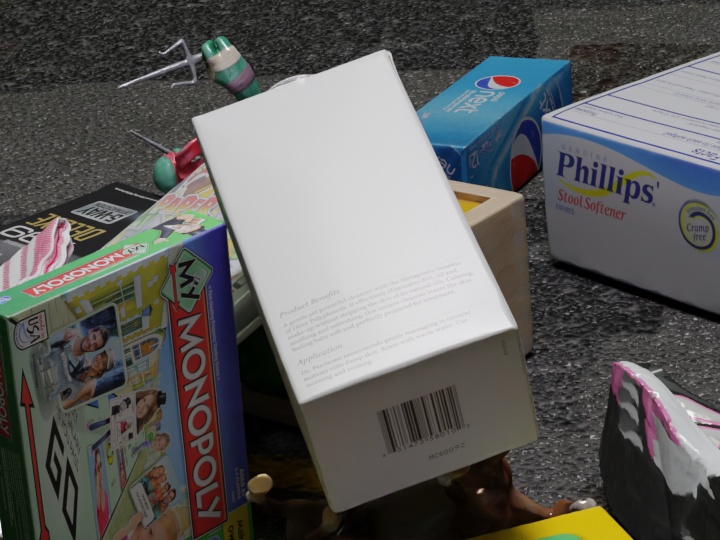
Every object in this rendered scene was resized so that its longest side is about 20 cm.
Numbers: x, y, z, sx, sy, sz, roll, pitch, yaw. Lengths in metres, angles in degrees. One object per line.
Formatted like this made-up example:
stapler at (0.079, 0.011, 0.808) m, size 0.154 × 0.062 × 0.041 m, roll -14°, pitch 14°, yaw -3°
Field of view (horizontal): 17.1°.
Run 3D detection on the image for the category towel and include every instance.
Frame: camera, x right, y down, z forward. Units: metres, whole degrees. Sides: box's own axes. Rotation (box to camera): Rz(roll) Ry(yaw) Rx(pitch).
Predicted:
towel at (-0.253, 0.050, 1.367) m, size 0.199 × 0.030 × 0.146 m, roll -34°, pitch 15°, yaw 14°

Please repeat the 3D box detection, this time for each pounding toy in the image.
pounding toy at (-0.011, 0.005, 1.387) m, size 0.183 × 0.143 × 0.200 m, roll 12°, pitch 28°, yaw 38°

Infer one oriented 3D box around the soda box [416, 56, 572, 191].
soda box at (0.086, -0.094, 1.717) m, size 0.067 × 0.065 × 0.200 m, roll 6°, pitch 25°, yaw 25°

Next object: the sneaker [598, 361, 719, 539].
sneaker at (0.190, 0.109, 1.195) m, size 0.086 × 0.081 × 0.200 m, roll -2°, pitch 27°, yaw -24°

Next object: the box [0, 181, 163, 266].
box at (-0.152, 0.005, 1.545) m, size 0.157 × 0.050 × 0.199 m, roll -23°, pitch 28°, yaw -39°

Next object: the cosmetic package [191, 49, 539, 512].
cosmetic package at (0.000, 0.000, 1.127) m, size 0.107 × 0.085 × 0.201 m, roll -19°, pitch 46°, yaw -3°

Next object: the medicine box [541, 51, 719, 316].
medicine box at (0.248, -0.061, 1.542) m, size 0.199 × 0.104 × 0.182 m, roll -22°, pitch 27°, yaw -34°

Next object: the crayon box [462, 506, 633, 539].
crayon box at (0.049, 0.182, 1.046) m, size 0.199 × 0.059 × 0.173 m, roll -11°, pitch 21°, yaw -15°

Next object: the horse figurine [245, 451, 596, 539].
horse figurine at (0.018, 0.121, 1.164) m, size 0.199 × 0.133 × 0.050 m, roll -19°, pitch 63°, yaw -1°

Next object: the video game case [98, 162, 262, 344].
video game case at (-0.106, 0.013, 1.290) m, size 0.182 × 0.023 × 0.200 m, roll -41°, pitch 23°, yaw -12°

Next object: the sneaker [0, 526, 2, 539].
sneaker at (-0.150, 0.134, 1.193) m, size 0.086 × 0.078 × 0.200 m, roll 15°, pitch 30°, yaw 35°

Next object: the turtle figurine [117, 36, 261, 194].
turtle figurine at (-0.078, -0.082, 1.653) m, size 0.199 × 0.150 × 0.101 m, roll -5°, pitch 58°, yaw -25°

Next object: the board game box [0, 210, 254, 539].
board game box at (-0.111, 0.087, 1.127) m, size 0.029 × 0.201 × 0.134 m, roll 18°, pitch 31°, yaw 41°
